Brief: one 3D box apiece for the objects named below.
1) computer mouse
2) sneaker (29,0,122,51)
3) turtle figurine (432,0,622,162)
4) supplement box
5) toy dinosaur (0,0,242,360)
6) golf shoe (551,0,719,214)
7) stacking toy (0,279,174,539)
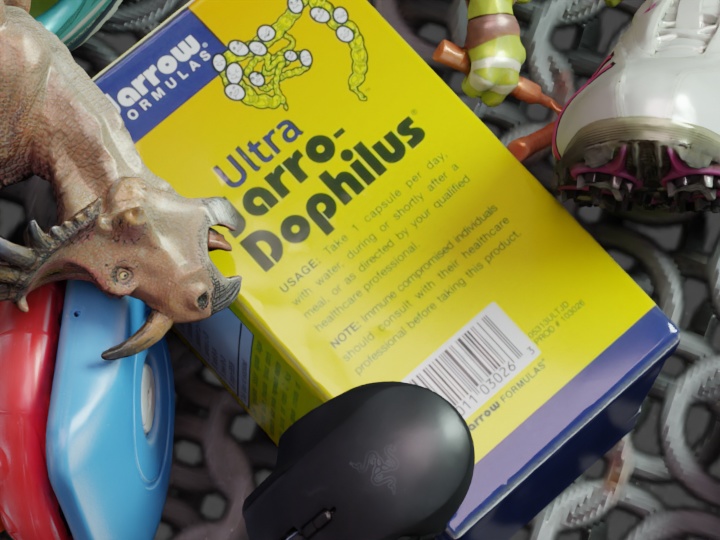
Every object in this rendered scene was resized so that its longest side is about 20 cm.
[{"bbox_3d":[-0.038,0.102,0.930,0.200,0.034,0.059,-43,81,29],"label":"computer mouse"},{"bbox_3d":[-0.083,-0.153,1.009,0.077,0.080,0.201,31,107,1],"label":"sneaker"},{"bbox_3d":[0.042,-0.126,1.037,0.161,0.065,0.200,20,47,13],"label":"turtle figurine"},{"bbox_3d":[0.000,0.000,0.992,0.109,0.109,0.200,-40,78,-15],"label":"supplement box"},{"bbox_3d":[-0.141,-0.046,0.924,0.199,0.086,0.136,7,94,29],"label":"toy dinosaur"},{"bbox_3d":[0.107,-0.064,0.971,0.072,0.200,0.093,2,93,13],"label":"golf shoe"},{"bbox_3d":[-0.169,0.046,0.978,0.199,0.110,0.117,-1,56,7],"label":"stacking toy"}]
